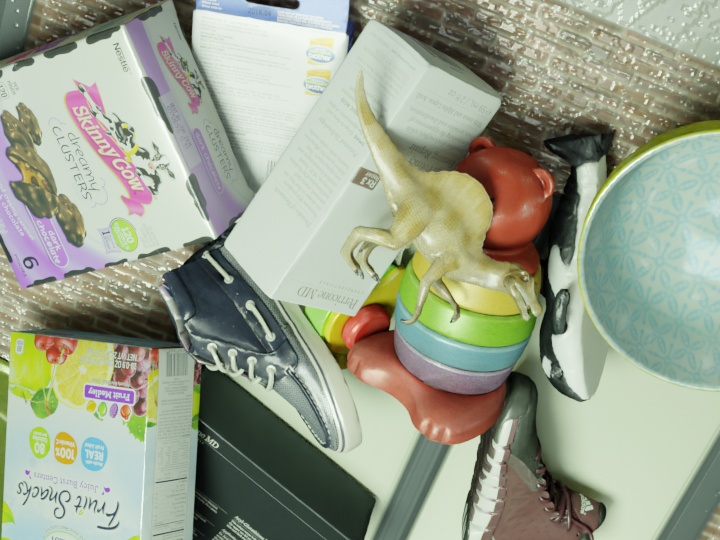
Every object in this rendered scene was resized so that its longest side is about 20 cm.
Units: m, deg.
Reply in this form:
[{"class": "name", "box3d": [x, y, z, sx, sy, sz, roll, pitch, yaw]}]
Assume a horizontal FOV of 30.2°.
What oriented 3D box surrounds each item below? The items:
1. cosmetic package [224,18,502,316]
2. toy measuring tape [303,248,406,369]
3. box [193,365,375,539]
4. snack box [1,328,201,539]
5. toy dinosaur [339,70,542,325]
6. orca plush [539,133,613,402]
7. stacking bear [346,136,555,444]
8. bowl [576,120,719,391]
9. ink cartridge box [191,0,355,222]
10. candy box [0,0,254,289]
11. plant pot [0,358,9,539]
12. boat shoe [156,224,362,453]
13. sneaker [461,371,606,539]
[{"class": "cosmetic package", "box3d": [0.002, -0.069, 0.957, 0.074, 0.101, 0.201, 44, 109, 36]}, {"class": "toy measuring tape", "box3d": [0.000, 0.000, 1.035, 0.073, 0.074, 0.201, 19, 123, 1]}, {"class": "box", "box3d": [-0.108, 0.198, 1.157, 0.200, 0.079, 0.141, 41, 119, -9]}, {"class": "snack box", "box3d": [-0.214, 0.154, 1.087, 0.168, 0.067, 0.202, 3, 92, 36]}, {"class": "toy dinosaur", "box3d": [0.036, -0.033, 0.900, 0.101, 0.058, 0.200, -41, 98, 7]}, {"class": "orca plush", "box3d": [0.146, -0.004, 1.006, 0.071, 0.105, 0.202, 8, 120, 34]}, {"class": "stacking bear", "box3d": [0.082, 0.004, 0.974, 0.121, 0.113, 0.201, 38, 126, 34]}, {"class": "bowl", "box3d": [0.256, -0.025, 0.954, 0.198, 0.108, 0.202, 5, 116, 9]}, {"class": "ink cartridge box", "box3d": [-0.069, -0.128, 1.008, 0.118, 0.042, 0.201, 10, 121, 6]}, {"class": "candy box", "box3d": [-0.202, -0.091, 1.008, 0.199, 0.072, 0.169, -13, 109, 30]}, {"class": "plant pot", "box3d": [-0.370, 0.202, 1.150, 0.198, 0.190, 0.202, 5, 118, 10]}, {"class": "boat shoe", "box3d": [-0.083, 0.067, 1.041, 0.201, 0.092, 0.075, 59, 157, 11]}, {"class": "sneaker", "box3d": [0.153, 0.170, 1.101, 0.114, 0.076, 0.201, 10, 128, 1]}]
